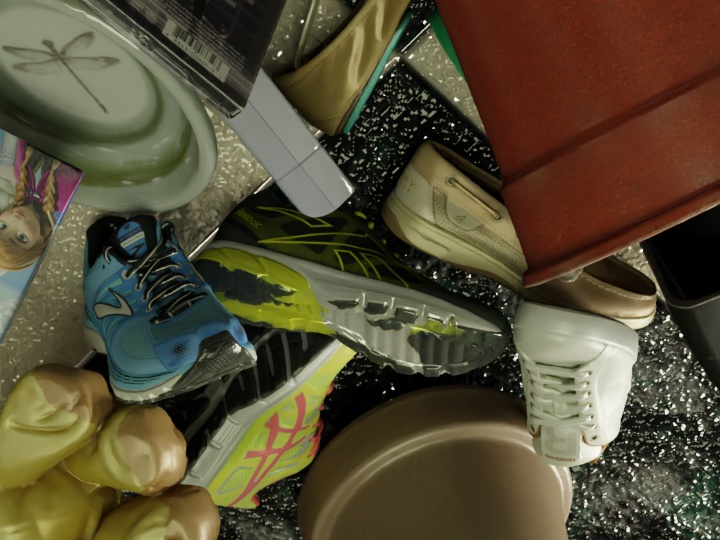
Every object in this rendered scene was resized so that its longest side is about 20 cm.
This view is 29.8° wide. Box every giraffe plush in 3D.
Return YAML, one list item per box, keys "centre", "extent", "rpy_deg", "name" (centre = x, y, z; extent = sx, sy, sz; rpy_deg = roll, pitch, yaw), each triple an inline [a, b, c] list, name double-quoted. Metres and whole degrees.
- centre: [-0.189, 0.142, 0.877]
  extent: [0.199, 0.162, 0.173]
  rpy_deg: [-26, 97, 7]
  name: "giraffe plush"

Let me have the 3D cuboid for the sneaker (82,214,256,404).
- centre: [-0.128, 0.016, 0.800]
  extent: [0.078, 0.200, 0.090]
  rpy_deg: [-19, 111, -25]
  name: "sneaker"

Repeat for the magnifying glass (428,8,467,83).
- centre: [0.107, -0.087, 0.822]
  extent: [0.022, 0.080, 0.200]
  rpy_deg: [-34, 124, 16]
  name: "magnifying glass"

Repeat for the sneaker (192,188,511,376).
- centre: [0.000, 0.000, 0.835]
  extent: [0.199, 0.085, 0.075]
  rpy_deg: [17, 147, 2]
  name: "sneaker"

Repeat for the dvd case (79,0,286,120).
- centre: [-0.091, -0.188, 0.673]
  extent: [0.149, 0.201, 0.016]
  rpy_deg: [37, 136, -24]
  name: "dvd case"

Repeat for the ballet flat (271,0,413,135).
- centre: [0.014, -0.167, 0.770]
  extent: [0.063, 0.069, 0.200]
  rpy_deg: [33, 113, -5]
  name: "ballet flat"

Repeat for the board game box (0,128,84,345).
- centre: [-0.287, -0.011, 0.753]
  extent: [0.199, 0.043, 0.200]
  rpy_deg: [26, 88, -13]
  name: "board game box"

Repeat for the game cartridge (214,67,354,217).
- centre: [-0.082, -0.119, 0.748]
  extent: [0.040, 0.133, 0.200]
  rpy_deg: [-40, 118, -2]
  name: "game cartridge"

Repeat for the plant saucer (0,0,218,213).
- centre: [-0.168, -0.109, 0.766]
  extent: [0.199, 0.050, 0.200]
  rpy_deg: [16, 150, 9]
  name: "plant saucer"

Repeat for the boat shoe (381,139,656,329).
- centre: [0.114, -0.020, 0.863]
  extent: [0.199, 0.071, 0.065]
  rpy_deg: [21, 113, -20]
  name: "boat shoe"

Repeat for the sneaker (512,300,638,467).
- centre: [0.138, 0.079, 0.862]
  extent: [0.073, 0.085, 0.200]
  rpy_deg: [9, 164, 23]
  name: "sneaker"

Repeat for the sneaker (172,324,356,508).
- centre: [-0.053, 0.092, 0.923]
  extent: [0.090, 0.078, 0.200]
  rpy_deg: [28, 121, -30]
  name: "sneaker"

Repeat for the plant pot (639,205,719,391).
- centre: [0.268, -0.021, 0.815]
  extent: [0.199, 0.200, 0.178]
  rpy_deg: [-22, 131, 8]
  name: "plant pot"

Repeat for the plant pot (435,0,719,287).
- centre: [0.125, -0.123, 0.650]
  extent: [0.200, 0.201, 0.196]
  rpy_deg: [-27, 89, 11]
  name: "plant pot"

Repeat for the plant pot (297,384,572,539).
- centre: [0.070, 0.208, 0.920]
  extent: [0.199, 0.175, 0.201]
  rpy_deg: [-9, 130, -11]
  name: "plant pot"
